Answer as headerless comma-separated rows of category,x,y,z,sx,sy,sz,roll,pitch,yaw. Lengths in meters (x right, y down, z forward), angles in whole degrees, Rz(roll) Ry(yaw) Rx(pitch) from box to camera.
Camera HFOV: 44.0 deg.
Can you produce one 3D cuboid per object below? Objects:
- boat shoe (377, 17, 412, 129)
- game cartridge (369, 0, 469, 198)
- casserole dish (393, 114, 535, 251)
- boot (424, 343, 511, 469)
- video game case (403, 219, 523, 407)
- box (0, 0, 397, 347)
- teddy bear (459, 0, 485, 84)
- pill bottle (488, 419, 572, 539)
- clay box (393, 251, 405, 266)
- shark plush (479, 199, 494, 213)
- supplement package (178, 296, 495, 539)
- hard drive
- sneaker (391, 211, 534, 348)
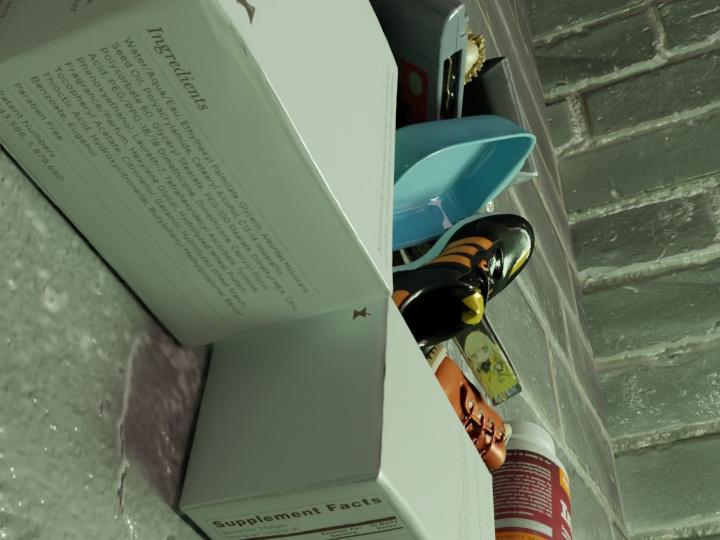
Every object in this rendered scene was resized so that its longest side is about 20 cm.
boat shoe,-0.007,-0.169,0.665,0.074,0.062,0.205,-47,122,-62
game cartridge,0.025,-0.153,0.731,0.133,0.041,0.202,41,-30,31
casserole dish,0.053,-0.067,0.664,0.198,0.121,0.039,-16,63,-48
boot,0.082,0.124,0.759,0.107,0.075,0.200,44,5,17
video game case,0.085,0.026,0.843,0.183,0.035,0.200,61,3,-1
box,-0.073,-0.105,0.474,0.201,0.129,0.201,-86,154,-42
teddy bear,0.034,-0.225,0.834,0.199,0.147,0.066,35,11,30
pill bottle,0.163,0.254,0.924,0.201,0.111,0.114,-74,145,-56
clay box,0.000,0.000,0.737,0.116,0.047,0.202,-74,145,-55
shark plush,0.049,-0.104,0.841,0.091,0.199,0.084,-39,159,-47
supplement package,-0.001,0.131,0.532,0.118,0.115,0.201,-84,153,-44
hard drive,0.100,-0.143,0.961,0.042,0.199,0.137,-19,97,-29
sneaker,0.076,0.015,0.674,0.198,0.090,0.071,-24,115,-29
